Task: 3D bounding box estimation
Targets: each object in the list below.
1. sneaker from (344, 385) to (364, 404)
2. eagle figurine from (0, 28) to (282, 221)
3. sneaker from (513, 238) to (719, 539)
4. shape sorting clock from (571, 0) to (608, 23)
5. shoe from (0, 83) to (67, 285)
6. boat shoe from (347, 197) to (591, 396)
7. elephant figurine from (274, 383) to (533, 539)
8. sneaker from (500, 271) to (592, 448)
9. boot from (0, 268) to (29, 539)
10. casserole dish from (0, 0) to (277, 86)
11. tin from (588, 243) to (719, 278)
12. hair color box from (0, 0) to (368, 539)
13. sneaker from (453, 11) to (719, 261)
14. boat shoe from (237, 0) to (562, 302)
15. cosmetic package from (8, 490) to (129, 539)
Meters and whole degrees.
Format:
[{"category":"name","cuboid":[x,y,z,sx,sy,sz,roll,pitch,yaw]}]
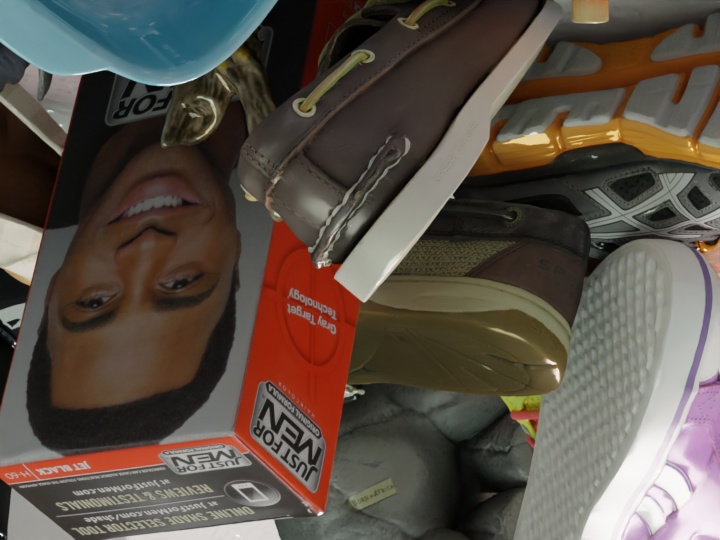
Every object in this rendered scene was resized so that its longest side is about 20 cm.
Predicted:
[{"category":"sneaker","cuboid":[-0.014,0.026,1.106,0.088,0.074,0.200,20,146,-19]},{"category":"eagle figurine","cuboid":[-0.105,-0.115,0.838,0.199,0.152,0.151,15,114,-41]},{"category":"sneaker","cuboid":[0.125,0.066,0.987,0.114,0.073,0.201,-2,135,-15]},{"category":"shape sorting clock","cuboid":[0.070,-0.095,0.821,0.199,0.039,0.200,-4,-168,1]},{"category":"shoe","cuboid":[-0.161,-0.065,0.971,0.200,0.070,0.053,39,168,-22]},{"category":"boat shoe","cuboid":[0.000,-0.001,0.979,0.200,0.066,0.072,8,149,41]},{"category":"elephant figurine","cuboid":[0.016,0.113,1.207,0.155,0.142,0.200,44,161,-2]},{"category":"sneaker","cuboid":[0.101,0.067,1.060,0.078,0.091,0.200,-10,147,42]},{"category":"boot","cuboid":[-0.145,0.042,1.082,0.197,0.163,0.073,-3,149,20]},{"category":"casserole dish","cuboid":[-0.049,-0.147,0.751,0.121,0.200,0.039,37,172,-31]},{"category":"tin","cuboid":[0.167,-0.017,1.024,0.199,0.042,0.112,-19,135,39]},{"category":"hair color box","cuboid":[-0.053,-0.012,0.929,0.101,0.201,0.061,-10,145,28]},{"category":"sneaker","cuboid":[0.117,-0.040,0.949,0.199,0.078,0.077,0,130,34]},{"category":"boat shoe","cuboid":[0.014,-0.059,0.874,0.059,0.200,0.072,36,121,-2]},{"category":"cosmetic package","cuboid":[-0.187,0.133,1.300,0.085,0.108,0.200,24,145,-23]}]
